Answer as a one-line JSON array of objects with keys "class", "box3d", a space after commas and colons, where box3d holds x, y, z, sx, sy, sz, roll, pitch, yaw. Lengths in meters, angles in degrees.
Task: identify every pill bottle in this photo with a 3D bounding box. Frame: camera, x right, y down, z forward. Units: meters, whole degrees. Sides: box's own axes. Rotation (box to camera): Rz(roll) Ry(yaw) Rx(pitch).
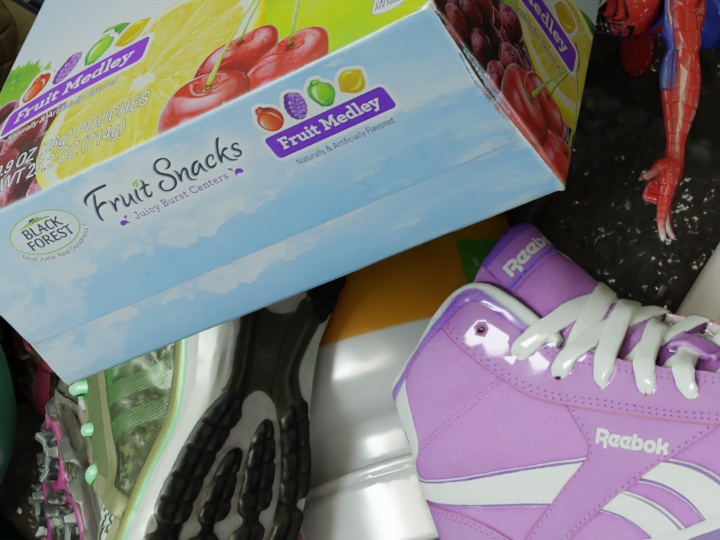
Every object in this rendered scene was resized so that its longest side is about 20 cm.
[{"class": "pill bottle", "box3d": [0.000, 0.000, 0.769, 0.110, 0.111, 0.202, -18, 78, 14]}]

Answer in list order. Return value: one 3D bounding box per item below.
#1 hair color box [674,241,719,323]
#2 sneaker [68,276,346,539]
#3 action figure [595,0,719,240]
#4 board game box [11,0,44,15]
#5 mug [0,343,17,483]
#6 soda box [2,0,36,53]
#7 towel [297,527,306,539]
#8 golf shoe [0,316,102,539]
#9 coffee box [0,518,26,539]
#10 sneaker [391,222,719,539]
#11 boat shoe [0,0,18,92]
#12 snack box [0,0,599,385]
[{"class": "hair color box", "box3d": [0.167, 0.025, 0.739, 0.109, 0.065, 0.201, 33, 95, 17]}, {"class": "sneaker", "box3d": [-0.063, 0.037, 0.704, 0.088, 0.077, 0.202, 12, 84, 38]}, {"class": "action figure", "box3d": [0.087, -0.059, 0.704, 0.065, 0.200, 0.100, 11, 89, 19]}, {"class": "board game box", "box3d": [-0.026, -0.197, 0.764, 0.198, 0.062, 0.202, -3, 81, 17]}, {"class": "mug", "box3d": [-0.206, 0.061, 0.765, 0.185, 0.152, 0.115, -41, 62, 27]}, {"class": "soda box", "box3d": [-0.049, -0.139, 0.829, 0.199, 0.064, 0.068, -35, 74, 11]}, {"class": "towel", "box3d": [-0.077, 0.176, 0.775, 0.199, 0.030, 0.147, -22, 75, -19]}, {"class": "golf shoe", "box3d": [-0.073, 0.060, 0.774, 0.091, 0.073, 0.201, -3, 55, -17]}, {"class": "coffee box", "box3d": [-0.199, 0.128, 0.850, 0.200, 0.044, 0.123, 37, 93, 18]}, {"class": "sneaker", "box3d": [0.085, 0.031, 0.635, 0.200, 0.072, 0.115, -25, 90, 39]}, {"class": "boat shoe", "box3d": [-0.179, -0.048, 0.817, 0.065, 0.072, 0.201, 55, 142, 25]}, {"class": "snack box", "box3d": [-0.014, -0.081, 0.617, 0.168, 0.068, 0.201, -22, 33, 30]}]
